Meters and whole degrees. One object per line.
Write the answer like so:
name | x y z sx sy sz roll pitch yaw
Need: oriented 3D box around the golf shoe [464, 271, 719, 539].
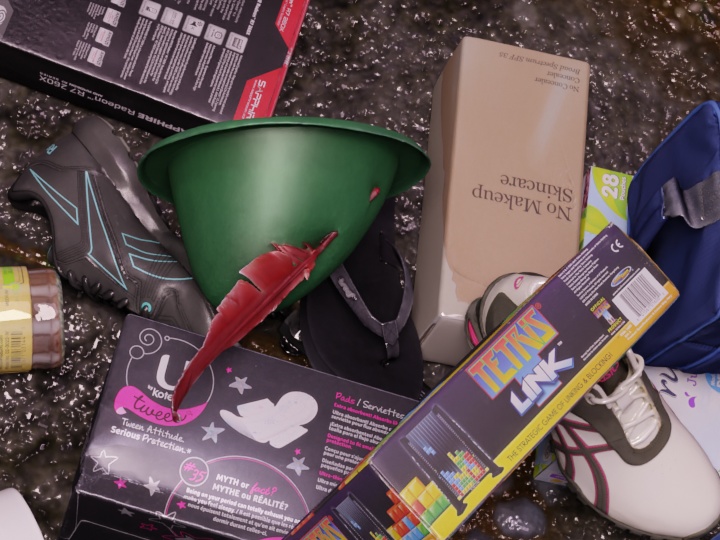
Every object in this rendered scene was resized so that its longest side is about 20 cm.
golf shoe | 0.143 0.083 1.108 0.200 0.088 0.077 45 74 -3

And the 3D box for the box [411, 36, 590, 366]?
box | 0.090 -0.039 1.224 0.094 0.078 0.202 10 66 -11

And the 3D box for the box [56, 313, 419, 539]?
box | -0.062 0.124 1.088 0.198 0.132 0.115 18 61 -7

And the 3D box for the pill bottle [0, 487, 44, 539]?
pill bottle | -0.266 0.192 1.020 0.199 0.111 0.112 -21 74 -21

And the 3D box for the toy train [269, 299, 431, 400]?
toy train | -0.024 0.038 1.188 0.200 0.034 0.046 41 61 4

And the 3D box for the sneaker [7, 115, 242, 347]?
sneaker | -0.141 0.001 1.162 0.079 0.076 0.200 -31 69 -14

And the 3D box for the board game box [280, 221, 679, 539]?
board game box | 0.055 0.081 0.973 0.057 0.165 0.200 47 58 3

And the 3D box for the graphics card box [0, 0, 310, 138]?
graphics card box | -0.142 -0.160 1.231 0.199 0.051 0.126 20 65 -7

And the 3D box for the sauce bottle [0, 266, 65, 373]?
sauce bottle | -0.275 0.031 1.110 0.198 0.065 0.065 -1 68 -16

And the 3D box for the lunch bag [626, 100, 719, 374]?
lunch bag | 0.227 -0.016 1.107 0.131 0.200 0.137 1 72 -9

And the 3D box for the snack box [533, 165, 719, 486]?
snack box | 0.207 0.050 1.222 0.167 0.068 0.201 13 64 -8

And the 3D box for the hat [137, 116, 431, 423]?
hat | -0.050 0.020 1.076 0.199 0.165 0.178 5 72 -29

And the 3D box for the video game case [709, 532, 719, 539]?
video game case | 0.308 0.160 1.128 0.180 0.200 0.046 -3 66 -15

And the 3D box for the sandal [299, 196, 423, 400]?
sandal | -0.001 0.000 1.179 0.076 0.043 0.201 7 54 -24
